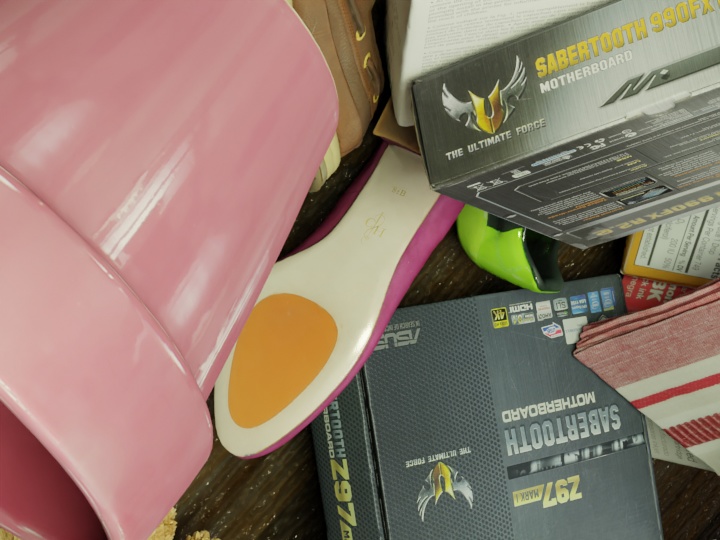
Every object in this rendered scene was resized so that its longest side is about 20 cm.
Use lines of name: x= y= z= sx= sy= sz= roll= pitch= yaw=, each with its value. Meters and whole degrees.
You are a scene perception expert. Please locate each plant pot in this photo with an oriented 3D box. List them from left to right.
plant pot: x=-0.107 y=-0.025 z=0.583 sx=0.179 sy=0.199 sz=0.201 roll=-52 pitch=141 yaw=-24

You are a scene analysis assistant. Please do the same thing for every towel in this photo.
towel: x=0.226 y=0.069 z=0.864 sx=0.200 sy=0.143 sz=0.023 roll=39 pitch=50 yaw=-27

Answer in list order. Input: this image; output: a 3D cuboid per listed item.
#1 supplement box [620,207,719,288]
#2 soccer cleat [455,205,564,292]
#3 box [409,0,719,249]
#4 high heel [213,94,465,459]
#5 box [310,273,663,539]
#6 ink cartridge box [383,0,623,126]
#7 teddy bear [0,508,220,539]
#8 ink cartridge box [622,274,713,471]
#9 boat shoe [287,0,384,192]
supplement box: x=0.178 y=-0.071 z=0.834 sx=0.201 sy=0.068 sz=0.067 roll=96 pitch=7 yaw=-59
soccer cleat: x=0.117 y=-0.083 z=0.818 sx=0.067 sy=0.081 sz=0.201 roll=16 pitch=106 yaw=-47
box: x=0.143 y=-0.070 z=0.675 sx=0.198 sy=0.049 sz=0.158 roll=-18 pitch=163 yaw=28
high heel: x=0.000 y=0.000 z=0.777 sx=0.202 sy=0.067 sz=0.096 roll=-65 pitch=162 yaw=-2
box: x=0.067 y=0.091 z=0.857 sx=0.198 sy=0.051 sz=0.160 roll=-7 pitch=88 yaw=-39
ink cartridge box: x=0.091 y=-0.122 z=0.636 sx=0.159 sy=0.051 sz=0.200 roll=-9 pitch=162 yaw=-4
teddy bear: x=-0.127 y=0.155 z=0.765 sx=0.144 sy=0.067 sz=0.202 roll=5 pitch=113 yaw=-42
ink cartridge box: x=0.256 y=0.055 z=0.940 sx=0.083 sy=0.198 sz=0.148 roll=-59 pitch=145 yaw=-32
boat shoe: x=-0.031 y=-0.121 z=0.668 sx=0.068 sy=0.072 sz=0.201 roll=-44 pitch=147 yaw=-23
